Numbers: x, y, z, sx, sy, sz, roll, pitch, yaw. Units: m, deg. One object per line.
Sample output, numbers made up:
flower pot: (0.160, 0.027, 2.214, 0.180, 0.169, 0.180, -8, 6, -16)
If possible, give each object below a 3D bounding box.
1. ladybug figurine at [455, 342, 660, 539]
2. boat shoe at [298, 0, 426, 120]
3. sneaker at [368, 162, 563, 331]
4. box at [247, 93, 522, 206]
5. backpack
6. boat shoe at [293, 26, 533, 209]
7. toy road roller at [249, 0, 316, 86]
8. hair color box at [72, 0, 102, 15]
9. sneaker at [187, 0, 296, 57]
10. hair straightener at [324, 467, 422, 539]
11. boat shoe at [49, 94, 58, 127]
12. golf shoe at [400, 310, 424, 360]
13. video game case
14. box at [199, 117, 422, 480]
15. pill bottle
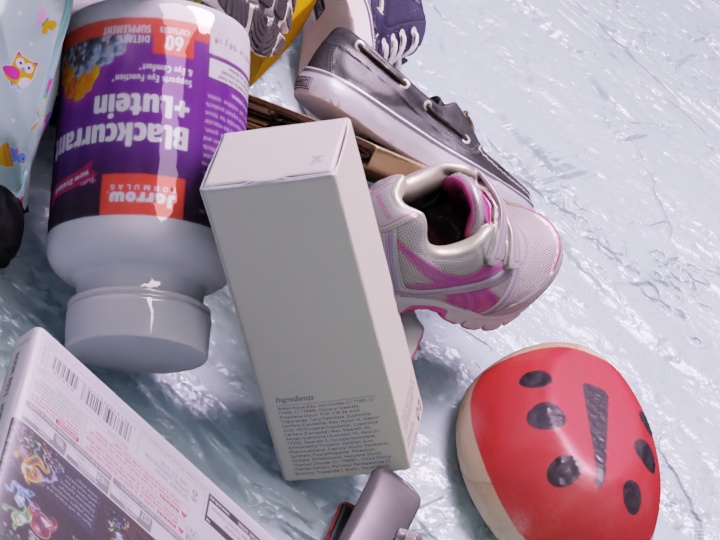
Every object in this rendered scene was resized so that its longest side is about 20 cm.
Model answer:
ladybug figurine: (0.128, 0.112, 1.639, 0.136, 0.072, 0.200, 21, 34, -17)
boat shoe: (0.008, -0.162, 1.917, 0.093, 0.075, 0.200, 22, 39, -27)
sneaker: (0.061, -0.018, 1.620, 0.200, 0.088, 0.081, -4, 60, -47)
box: (-0.006, -0.074, 1.709, 0.163, 0.021, 0.200, 21, 0, 32)
backpack: (-0.237, -0.118, 1.534, 0.167, 0.127, 0.200, 21, 74, -22)
boat shoe: (0.046, -0.093, 1.818, 0.200, 0.057, 0.069, 33, -13, -25)
toy road roller: (-0.098, -0.206, 1.819, 0.123, 0.146, 0.200, 33, 32, 3)
hair color box: (-0.216, -0.163, 1.667, 0.200, 0.061, 0.102, -2, 40, -4)
sneaker: (-0.106, -0.186, 1.593, 0.085, 0.077, 0.200, 11, -11, 33)
hair straightener: (-0.005, 0.162, 1.449, 0.041, 0.077, 0.200, 41, 30, -2)
boat shoe: (-0.133, -0.074, 1.700, 0.200, 0.067, 0.057, 36, 69, 9)
golf shoe: (0.000, 0.000, 1.667, 0.092, 0.075, 0.200, 45, 27, -17)
video game case: (-0.116, 0.147, 1.368, 0.200, 0.023, 0.182, 45, 26, -23)
box: (-0.025, 0.019, 1.520, 0.082, 0.200, 0.068, -5, 30, 13)
pill bottle: (-0.123, -0.047, 1.549, 0.111, 0.111, 0.200, 12, 71, -28)
